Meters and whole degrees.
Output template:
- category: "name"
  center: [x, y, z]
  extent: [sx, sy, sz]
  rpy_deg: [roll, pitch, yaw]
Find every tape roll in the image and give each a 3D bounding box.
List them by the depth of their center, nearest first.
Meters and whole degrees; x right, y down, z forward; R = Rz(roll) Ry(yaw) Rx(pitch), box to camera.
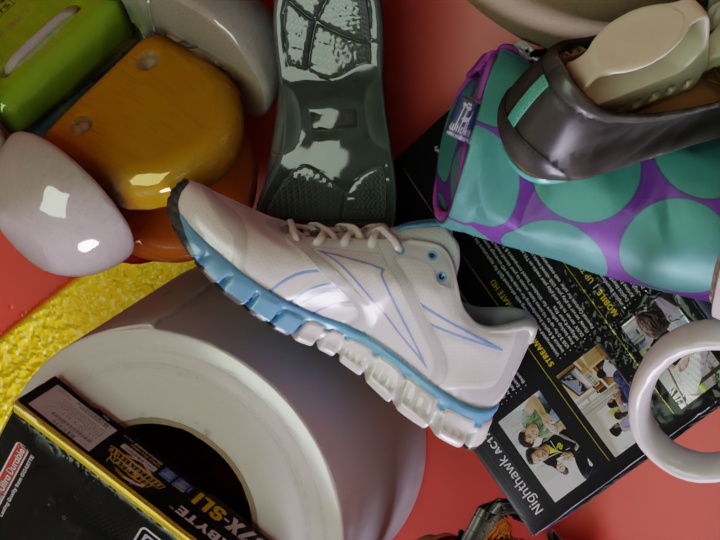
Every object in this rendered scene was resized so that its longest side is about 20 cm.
- category: "tape roll"
  center: [-0.078, 0.107, 0.986]
  extent: [0.201, 0.139, 0.205]
  rpy_deg: [6, 109, 20]

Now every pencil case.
- category: "pencil case"
  center: [0.134, -0.040, 0.827]
  extent: [0.198, 0.085, 0.093]
  rpy_deg: [16, 100, 1]

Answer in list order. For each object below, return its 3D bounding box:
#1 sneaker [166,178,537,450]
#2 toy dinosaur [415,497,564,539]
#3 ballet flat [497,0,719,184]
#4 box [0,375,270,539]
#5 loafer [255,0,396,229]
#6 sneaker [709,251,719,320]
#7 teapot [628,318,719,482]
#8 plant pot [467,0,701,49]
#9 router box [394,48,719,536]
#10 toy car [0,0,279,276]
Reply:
- category: "sneaker"
  center: [0.000, 0.000, 0.876]
  extent: [0.199, 0.075, 0.087]
  rpy_deg: [32, 103, -17]
- category: "toy dinosaur"
  center: [0.043, 0.182, 0.938]
  extent: [0.198, 0.102, 0.137]
  rpy_deg: [9, 100, -18]
- category: "ballet flat"
  center: [0.149, -0.089, 0.768]
  extent: [0.068, 0.199, 0.069]
  rpy_deg: [53, 149, 25]
- category: "box"
  center: [-0.146, 0.181, 0.932]
  extent: [0.159, 0.049, 0.201]
  rpy_deg: [35, 116, 7]
- category: "loafer"
  center: [-0.014, -0.066, 0.916]
  extent: [0.071, 0.063, 0.202]
  rpy_deg: [5, 110, 2]
- category: "sneaker"
  center: [0.209, -0.054, 0.723]
  extent: [0.081, 0.074, 0.201]
  rpy_deg: [28, 114, 12]
- category: "teapot"
  center: [0.230, 0.122, 0.802]
  extent: [0.146, 0.196, 0.202]
  rpy_deg: [-31, 61, 35]
- category: "plant pot"
  center: [0.103, -0.179, 0.819]
  extent: [0.198, 0.201, 0.135]
  rpy_deg: [12, 141, 18]
- category: "router box"
  center: [0.092, 0.011, 0.922]
  extent: [0.149, 0.051, 0.201]
  rpy_deg: [-40, 78, 26]
- category: "toy car"
  center: [-0.137, -0.077, 0.957]
  extent: [0.199, 0.175, 0.150]
  rpy_deg: [33, 159, 27]
